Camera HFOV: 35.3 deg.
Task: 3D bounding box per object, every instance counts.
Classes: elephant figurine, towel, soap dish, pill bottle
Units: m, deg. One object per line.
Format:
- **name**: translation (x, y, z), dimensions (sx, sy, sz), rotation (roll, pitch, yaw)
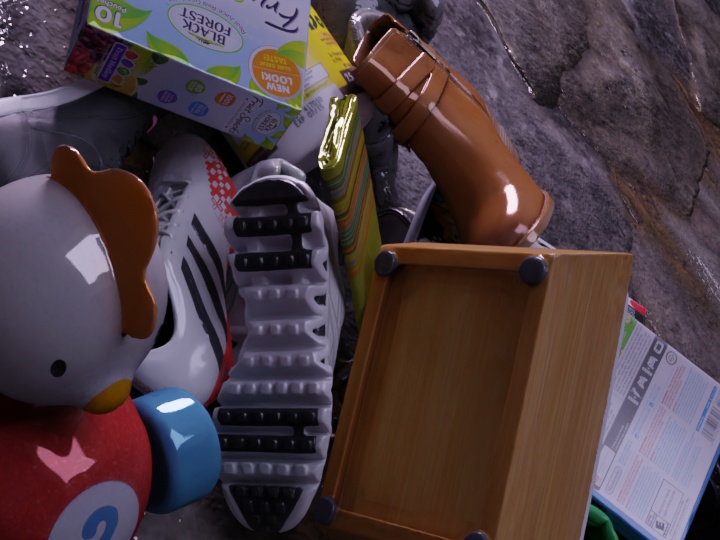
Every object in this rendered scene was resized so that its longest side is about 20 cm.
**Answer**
- **elephant figurine**: translation (-0.005, -0.162, 0.924), dimensions (0.153, 0.142, 0.203), rotation (19, 56, -4)
- **towel**: translation (0.000, 0.000, 0.702), dimensions (0.087, 0.018, 0.203), rotation (-77, 160, -54)
- **soap dish**: translation (0.060, 0.078, 0.642), dimensions (0.081, 0.156, 0.204), rotation (23, 76, -45)
- **pill bottle**: translation (-0.084, -0.170, 0.836), dimensions (0.202, 0.109, 0.109), rotation (55, 34, 1)

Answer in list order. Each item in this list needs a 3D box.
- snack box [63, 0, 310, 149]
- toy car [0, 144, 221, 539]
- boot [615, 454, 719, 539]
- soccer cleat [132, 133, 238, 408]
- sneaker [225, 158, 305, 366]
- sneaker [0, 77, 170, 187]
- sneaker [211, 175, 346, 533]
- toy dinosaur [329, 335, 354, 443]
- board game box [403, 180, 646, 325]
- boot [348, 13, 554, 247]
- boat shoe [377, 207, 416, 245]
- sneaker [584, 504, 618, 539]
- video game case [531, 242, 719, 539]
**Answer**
- **snack box**: translation (-0.101, -0.192, 0.727), dimensions (0.140, 0.053, 0.203), rotation (18, 55, -23)
- **toy car**: translation (-0.133, 0.037, 0.490), dimensions (0.183, 0.200, 0.179), rotation (-18, 75, -44)
- **boot**: translation (0.188, 0.154, 0.841), dimensions (0.200, 0.167, 0.077), rotation (46, 33, -12)
- **soccer cleat**: translation (-0.117, -0.010, 0.693), dimensions (0.085, 0.068, 0.203), rotation (33, 43, -47)
- **sneaker**: translation (-0.061, 0.014, 0.734), dimensions (0.070, 0.080, 0.203), rotation (18, 49, -43)
- **sneaker**: translation (-0.160, -0.063, 0.691), dimensions (0.100, 0.070, 0.199), rotation (57, 39, 1)
- **sneaker**: translation (-0.039, 0.050, 0.663), dimensions (0.081, 0.074, 0.204), rotation (12, 83, -71)
- **toy dinosaur**: translation (0.010, 0.115, 0.768), dimensions (0.201, 0.047, 0.088), rotation (52, 27, -10)
- **board game box**: translation (0.121, 0.021, 0.841), dimensions (0.198, 0.035, 0.127), rotation (32, 36, -6)
- **boot**: translation (0.059, -0.094, 0.786), dimensions (0.155, 0.076, 0.201), rotation (45, 26, -22)
- **boat shoe**: translation (0.044, 0.035, 0.840), dimensions (0.065, 0.073, 0.203), rotation (29, 36, -58)
- **sneaker**: translation (0.118, 0.169, 0.686), dimensions (0.073, 0.084, 0.201), rotation (31, 15, -22)
- **video game case**: translation (0.153, 0.080, 0.763), dimensions (0.199, 0.018, 0.144), rotation (38, 55, 1)
